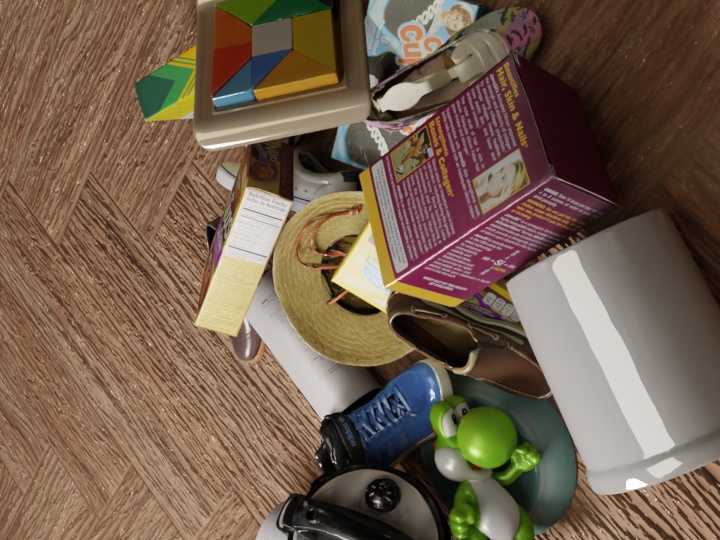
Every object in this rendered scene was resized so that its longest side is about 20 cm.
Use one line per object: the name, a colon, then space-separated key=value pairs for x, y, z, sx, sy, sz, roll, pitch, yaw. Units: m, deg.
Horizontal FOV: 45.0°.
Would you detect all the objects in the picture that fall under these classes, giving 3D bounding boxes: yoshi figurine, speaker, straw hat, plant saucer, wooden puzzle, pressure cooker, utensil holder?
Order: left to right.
wooden puzzle: x=-0.085 y=-0.230 z=0.894 sx=0.184 sy=0.037 sz=0.201 roll=-9 pitch=65 yaw=9
speaker: x=-0.064 y=0.094 z=1.065 sx=0.200 sy=0.081 sz=0.081 roll=50 pitch=125 yaw=17
straw hat: x=0.000 y=0.000 z=0.984 sx=0.200 sy=0.085 sz=0.202 roll=0 pitch=102 yaw=-1
pressure cooker: x=0.012 y=0.298 z=0.910 sx=0.175 sy=0.200 sz=0.179 roll=-20 pitch=58 yaw=-1
plant saucer: x=0.139 y=0.207 z=0.961 sx=0.199 sy=0.036 sz=0.201 roll=10 pitch=107 yaw=36
yoshi figurine: x=0.135 y=0.221 z=0.880 sx=0.111 sy=0.112 sz=0.201 roll=-23 pitch=87 yaw=14
utensil holder: x=0.240 y=0.069 z=0.768 sx=0.170 sy=0.170 sz=0.201 roll=-32 pitch=77 yaw=38

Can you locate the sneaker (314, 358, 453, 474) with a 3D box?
sneaker: x=0.017 y=0.174 z=0.967 sx=0.200 sy=0.111 sz=0.077 roll=-54 pitch=53 yaw=44

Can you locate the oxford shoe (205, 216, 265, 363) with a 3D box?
oxford shoe: x=-0.170 y=0.028 z=1.137 sx=0.071 sy=0.072 sz=0.201 roll=-2 pitch=99 yaw=38

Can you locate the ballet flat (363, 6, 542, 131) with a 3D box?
ballet flat: x=0.083 y=-0.189 z=0.849 sx=0.199 sy=0.071 sz=0.069 roll=-23 pitch=100 yaw=25

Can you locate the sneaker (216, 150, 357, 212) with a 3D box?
sneaker: x=-0.085 y=-0.113 z=1.050 sx=0.199 sy=0.073 sz=0.071 roll=18 pitch=102 yaw=24

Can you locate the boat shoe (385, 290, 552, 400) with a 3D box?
boat shoe: x=0.112 y=0.084 z=0.880 sx=0.201 sy=0.075 sz=0.075 roll=28 pitch=122 yaw=-3

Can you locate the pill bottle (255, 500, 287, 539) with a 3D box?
pill bottle: x=-0.029 y=0.370 z=1.078 sx=0.199 sy=0.115 sz=0.116 roll=21 pitch=112 yaw=32

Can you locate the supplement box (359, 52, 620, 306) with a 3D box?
supplement box: x=0.108 y=-0.073 z=0.783 sx=0.200 sy=0.103 sz=0.132 roll=-34 pitch=55 yaw=37

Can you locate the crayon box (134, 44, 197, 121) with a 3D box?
crayon box: x=-0.158 y=-0.237 z=1.034 sx=0.199 sy=0.127 sz=0.051 roll=-17 pitch=91 yaw=38

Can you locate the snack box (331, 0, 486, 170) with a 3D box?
snack box: x=0.048 y=-0.197 z=0.921 sx=0.116 sy=0.037 sz=0.201 roll=22 pitch=114 yaw=15

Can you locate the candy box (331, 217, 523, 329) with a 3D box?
candy box: x=0.078 y=0.022 z=0.914 sx=0.199 sy=0.026 sz=0.102 roll=31 pitch=125 yaw=-5

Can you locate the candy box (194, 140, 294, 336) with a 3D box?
candy box: x=-0.131 y=-0.039 z=0.983 sx=0.117 sy=0.056 sz=0.201 roll=-95 pitch=27 yaw=-53

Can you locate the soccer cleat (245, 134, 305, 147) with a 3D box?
soccer cleat: x=-0.062 y=-0.202 z=0.993 sx=0.200 sy=0.085 sz=0.069 roll=-38 pitch=77 yaw=37

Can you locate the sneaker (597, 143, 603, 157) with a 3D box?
sneaker: x=0.143 y=-0.094 z=0.864 sx=0.199 sy=0.078 sz=0.090 roll=-20 pitch=85 yaw=39
